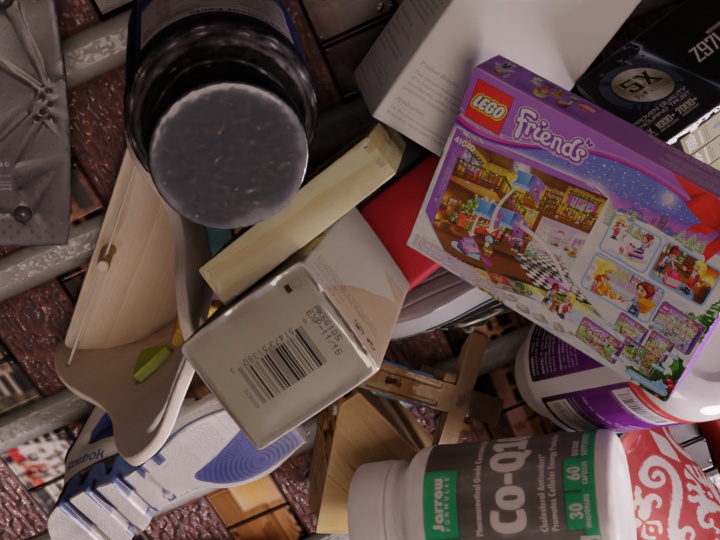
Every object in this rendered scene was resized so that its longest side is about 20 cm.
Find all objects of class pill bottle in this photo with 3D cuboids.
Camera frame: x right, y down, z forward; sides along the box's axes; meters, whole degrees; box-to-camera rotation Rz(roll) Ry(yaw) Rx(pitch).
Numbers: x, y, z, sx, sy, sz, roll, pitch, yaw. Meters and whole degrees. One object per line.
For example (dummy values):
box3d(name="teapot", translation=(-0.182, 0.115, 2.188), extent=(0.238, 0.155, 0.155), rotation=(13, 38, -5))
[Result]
box3d(name="pill bottle", translation=(-0.085, -0.109, 0.648), extent=(0.111, 0.200, 0.112), rotation=(-5, 122, -8))
box3d(name="pill bottle", translation=(0.197, 0.064, 0.812), extent=(0.112, 0.200, 0.113), rotation=(5, 76, -20))
box3d(name="pill bottle", translation=(0.099, 0.184, 0.811), extent=(0.199, 0.113, 0.113), rotation=(-10, 125, 19))

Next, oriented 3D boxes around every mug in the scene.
box3d(name="mug", translation=(0.269, 0.205, 0.908), extent=(0.178, 0.133, 0.200), rotation=(-45, 90, -1))

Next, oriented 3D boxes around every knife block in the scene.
box3d(name="knife block", translation=(0.047, 0.168, 0.923), extent=(0.175, 0.064, 0.201), rotation=(3, 120, -13))

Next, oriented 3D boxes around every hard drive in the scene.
box3d(name="hard drive", translation=(-0.258, -0.110, 0.706), extent=(0.134, 0.042, 0.201), rotation=(-2, 121, -10))

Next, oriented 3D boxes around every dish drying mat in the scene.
box3d(name="dish drying mat", translation=(0.000, 0.000, 0.812), extent=(0.200, 0.077, 0.018), rotation=(-39, 158, 13))

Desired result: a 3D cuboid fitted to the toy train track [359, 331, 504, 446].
box3d(name="toy train track", translation=(0.044, 0.094, 0.871), extent=(0.200, 0.032, 0.115), rotation=(22, 85, -45))

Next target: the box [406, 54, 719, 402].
box3d(name="box", translation=(0.138, -0.027, 0.675), extent=(0.200, 0.039, 0.137), rotation=(32, 125, 17))

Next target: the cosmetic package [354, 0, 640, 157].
box3d(name="cosmetic package", translation=(0.098, -0.170, 0.720), extent=(0.113, 0.081, 0.200), rotation=(29, 110, -25))

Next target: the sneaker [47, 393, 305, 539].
box3d(name="sneaker", translation=(-0.151, 0.121, 0.827), extent=(0.199, 0.115, 0.081), rotation=(-27, 129, 2))

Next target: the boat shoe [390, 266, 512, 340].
box3d(name="boat shoe", translation=(0.084, 0.017, 0.833), extent=(0.199, 0.072, 0.071), rotation=(-19, 138, 10))

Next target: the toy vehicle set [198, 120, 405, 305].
box3d(name="toy vehicle set", translation=(-0.029, -0.047, 0.700), extent=(0.124, 0.200, 0.027), rotation=(-37, 97, 11))

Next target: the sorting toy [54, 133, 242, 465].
box3d(name="sorting toy", translation=(-0.136, 0.032, 0.735), extent=(0.106, 0.180, 0.201), rotation=(15, 117, -19))

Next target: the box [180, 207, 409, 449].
box3d(name="box", translation=(-0.033, 0.027, 0.696), extent=(0.095, 0.200, 0.078), rotation=(-35, 96, 15))

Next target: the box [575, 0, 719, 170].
box3d(name="box", translation=(0.263, -0.098, 0.751), extent=(0.164, 0.086, 0.200), rotation=(-37, 141, 6))
